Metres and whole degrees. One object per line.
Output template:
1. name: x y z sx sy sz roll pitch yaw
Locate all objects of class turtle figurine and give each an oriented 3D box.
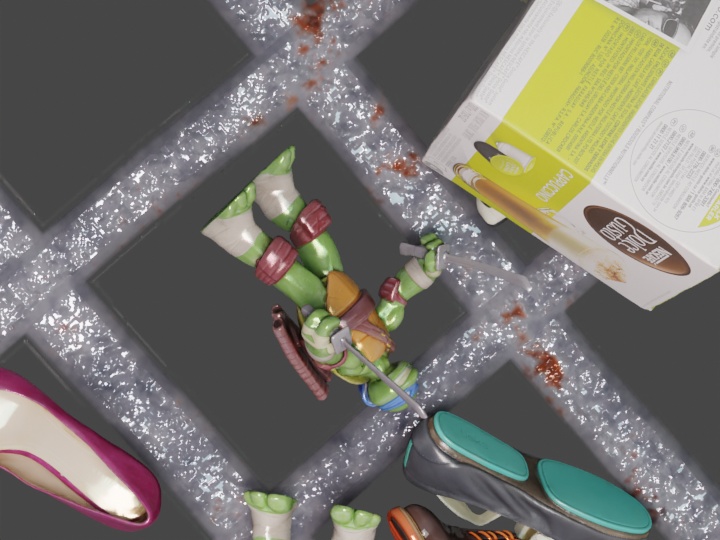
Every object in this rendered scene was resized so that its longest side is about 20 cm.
1. turtle figurine: 0.000 0.000 1.668 0.144 0.200 0.194 -44 94 -18
2. turtle figurine: -0.059 0.256 1.682 0.200 0.144 0.194 16 80 -41

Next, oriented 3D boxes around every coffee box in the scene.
1. coffee box: 0.188 -0.117 1.605 0.198 0.200 0.200 34 79 -1

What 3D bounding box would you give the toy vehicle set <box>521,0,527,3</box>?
1. toy vehicle set: 0.158 -0.243 1.729 0.200 0.027 0.124 25 93 -13

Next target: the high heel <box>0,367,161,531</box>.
1. high heel: -0.230 0.123 1.674 0.200 0.096 0.067 34 91 -13

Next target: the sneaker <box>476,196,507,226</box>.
1. sneaker: 0.179 -0.047 1.744 0.200 0.076 0.088 15 101 -3

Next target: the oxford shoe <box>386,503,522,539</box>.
1. oxford shoe: 0.079 0.202 1.716 0.073 0.071 0.200 -38 146 2

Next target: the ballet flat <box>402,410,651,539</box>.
1. ballet flat: 0.116 0.166 1.766 0.200 0.073 0.073 25 93 -19
